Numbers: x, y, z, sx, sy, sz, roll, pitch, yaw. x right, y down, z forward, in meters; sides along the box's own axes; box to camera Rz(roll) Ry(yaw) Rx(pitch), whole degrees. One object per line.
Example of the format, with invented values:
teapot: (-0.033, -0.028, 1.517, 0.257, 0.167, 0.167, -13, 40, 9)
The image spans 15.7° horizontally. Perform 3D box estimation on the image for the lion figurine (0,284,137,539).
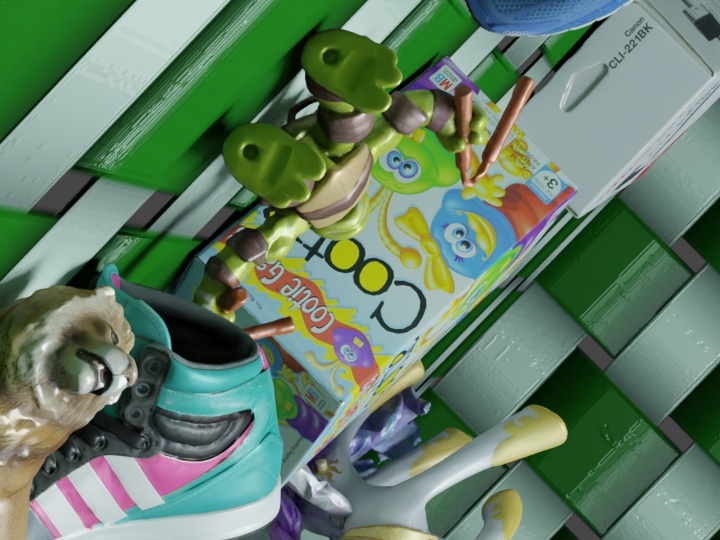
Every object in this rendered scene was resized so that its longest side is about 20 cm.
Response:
lion figurine: (-0.149, 0.103, 1.005, 0.122, 0.072, 0.201, -26, 139, -53)

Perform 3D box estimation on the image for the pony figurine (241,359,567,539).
pony figurine: (-0.016, 0.122, 1.385, 0.200, 0.192, 0.167, -37, 135, -35)

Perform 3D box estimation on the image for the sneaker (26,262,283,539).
sneaker: (-0.118, 0.060, 1.077, 0.199, 0.084, 0.122, -9, 120, -30)

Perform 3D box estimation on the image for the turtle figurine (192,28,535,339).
turtle figurine: (-0.009, -0.051, 1.134, 0.199, 0.065, 0.161, -36, 165, -7)

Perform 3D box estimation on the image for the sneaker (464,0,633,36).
sneaker: (0.117, -0.163, 1.094, 0.200, 0.079, 0.089, -35, 178, 29)

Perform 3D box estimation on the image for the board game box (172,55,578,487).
board game box: (0.000, 0.000, 1.329, 0.200, 0.103, 0.105, -41, 172, -36)

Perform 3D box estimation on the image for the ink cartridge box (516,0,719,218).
ink cartridge box: (0.196, -0.128, 1.850, 0.144, 0.084, 0.200, -47, 173, 21)
